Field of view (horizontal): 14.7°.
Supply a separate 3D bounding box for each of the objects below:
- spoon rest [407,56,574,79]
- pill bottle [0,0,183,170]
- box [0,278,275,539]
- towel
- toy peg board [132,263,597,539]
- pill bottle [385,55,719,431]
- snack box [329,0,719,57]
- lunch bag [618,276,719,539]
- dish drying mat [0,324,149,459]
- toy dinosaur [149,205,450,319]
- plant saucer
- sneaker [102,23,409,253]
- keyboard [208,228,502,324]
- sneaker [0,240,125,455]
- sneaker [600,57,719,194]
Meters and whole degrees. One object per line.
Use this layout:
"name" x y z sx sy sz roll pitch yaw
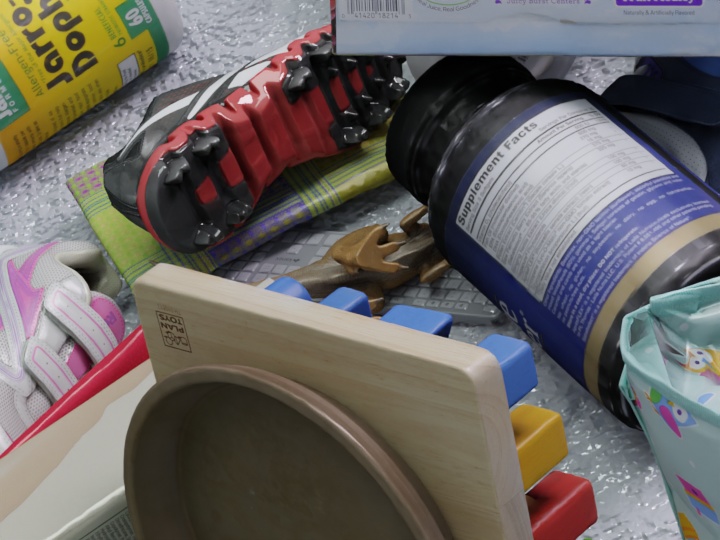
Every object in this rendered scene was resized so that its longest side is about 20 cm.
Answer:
"spoon rest" 0.100 -0.170 1.503 0.200 0.099 0.061 -55 26 19
"pill bottle" -0.216 -0.128 1.681 0.200 0.113 0.113 -35 39 -12
"box" -0.092 0.104 1.362 0.200 0.095 0.078 -33 38 -11
"towel" -0.057 -0.059 1.576 0.200 0.023 0.144 -28 38 -7
"toy peg board" 0.019 0.085 1.252 0.200 0.200 0.098 14 37 39
"pill bottle" 0.104 -0.022 1.348 0.112 0.112 0.200 -37 53 -13
"snack box" 0.101 -0.140 1.380 0.199 0.053 0.142 3 15 21
"lunch bag" 0.211 0.088 1.145 0.200 0.171 0.122 10 52 33
"dish drying mat" -0.161 0.113 1.404 0.200 0.077 0.018 -43 50 -20
"toy dinosaur" -0.008 0.003 1.456 0.199 0.061 0.106 -16 11 0
"plant saucer" -0.024 0.125 1.222 0.200 0.201 0.029 14 37 40
"sneaker" -0.061 -0.082 1.528 0.200 0.071 0.098 -37 29 -30
"keyboard" 0.000 0.000 1.495 0.199 0.011 0.056 5 48 33
"sneaker" -0.171 0.045 1.482 0.088 0.081 0.200 -18 39 13
"sneaker" 0.150 -0.098 1.464 0.146 0.081 0.200 -26 43 -6
